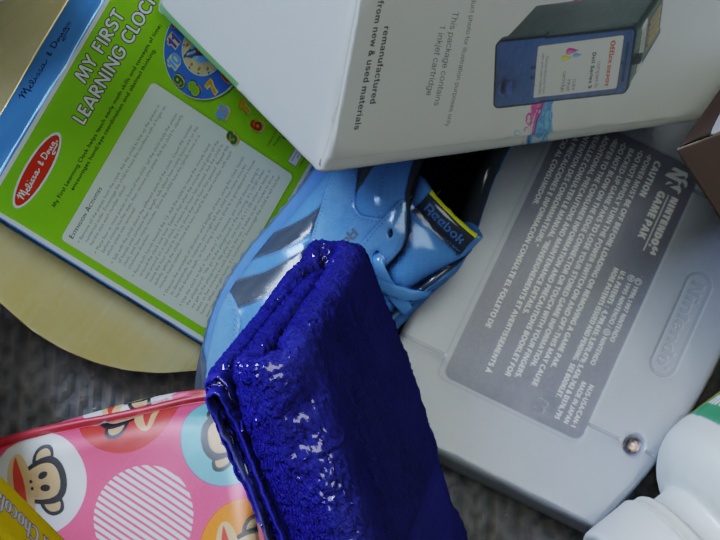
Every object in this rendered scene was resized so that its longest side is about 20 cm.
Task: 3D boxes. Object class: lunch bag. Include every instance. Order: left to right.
[{"bbox_3d":[-0.095,0.157,0.855,0.176,0.082,0.201,-14,76,15],"label":"lunch bag"}]

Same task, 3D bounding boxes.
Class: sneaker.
[{"bbox_3d":[0.000,0.000,0.903,0.066,0.078,0.200,36,83,-32],"label":"sneaker"}]

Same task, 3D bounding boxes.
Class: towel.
[{"bbox_3d":[0.000,0.099,0.832,0.049,0.148,0.201,-15,105,15],"label":"towel"}]

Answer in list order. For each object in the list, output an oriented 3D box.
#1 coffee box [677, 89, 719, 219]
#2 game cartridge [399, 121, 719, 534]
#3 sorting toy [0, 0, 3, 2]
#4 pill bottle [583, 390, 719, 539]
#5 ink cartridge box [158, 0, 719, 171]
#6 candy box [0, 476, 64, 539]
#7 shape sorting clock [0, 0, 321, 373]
[{"bbox_3d":[0.222,-0.067,0.885,0.115,0.080,0.200,55,42,-13],"label":"coffee box"},{"bbox_3d":[0.099,0.008,0.945,0.133,0.041,0.200,25,76,6],"label":"game cartridge"},{"bbox_3d":[-0.227,-0.141,0.846,0.200,0.107,0.180,-43,79,10],"label":"sorting toy"},{"bbox_3d":[0.196,0.086,0.892,0.200,0.113,0.113,-35,81,-11],"label":"pill bottle"},{"bbox_3d":[0.040,-0.120,0.873,0.200,0.088,0.145,-7,35,-32],"label":"ink cartridge box"},{"bbox_3d":[-0.182,0.086,0.767,0.102,0.200,0.026,-18,42,22],"label":"candy box"},{"bbox_3d":[-0.085,-0.056,0.923,0.199,0.039,0.201,-2,95,-24],"label":"shape sorting clock"}]
